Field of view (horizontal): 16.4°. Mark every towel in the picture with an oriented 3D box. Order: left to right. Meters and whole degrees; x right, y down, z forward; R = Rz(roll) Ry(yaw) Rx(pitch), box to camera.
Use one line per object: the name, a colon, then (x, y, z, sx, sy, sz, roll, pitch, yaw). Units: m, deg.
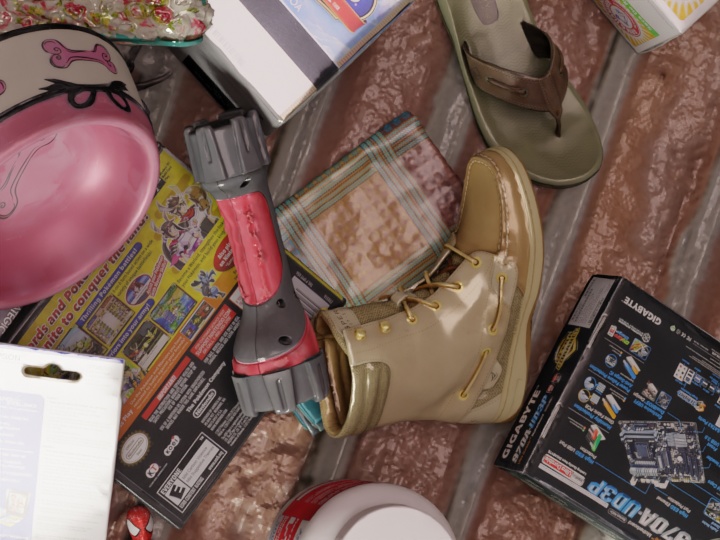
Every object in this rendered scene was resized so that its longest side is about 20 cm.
towel: (0.000, 0.000, 1.787, 0.200, 0.022, 0.147, -38, 95, -11)

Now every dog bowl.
dog bowl: (-0.215, -0.058, 1.596, 0.200, 0.200, 0.074, -34, 61, -12)

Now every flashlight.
flashlight: (-0.074, -0.005, 1.684, 0.068, 0.068, 0.201, -19, 102, -24)

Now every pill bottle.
pill bottle: (0.004, 0.199, 1.684, 0.111, 0.200, 0.113, 1, 86, -12)

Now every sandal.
sandal: (0.110, -0.150, 1.800, 0.079, 0.057, 0.202, -28, 92, -12)

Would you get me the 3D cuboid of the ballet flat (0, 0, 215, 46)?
ballet flat: (-0.190, -0.181, 1.641, 0.199, 0.076, 0.064, 0, 107, 14)

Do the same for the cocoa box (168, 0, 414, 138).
cocoa box: (-0.083, -0.209, 1.725, 0.131, 0.133, 0.200, -43, 95, -10)

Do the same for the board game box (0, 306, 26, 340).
board game box: (-0.304, 0.040, 1.704, 0.165, 0.057, 0.201, 35, 81, -7)

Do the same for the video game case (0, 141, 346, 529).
video game case: (-0.134, 0.044, 1.714, 0.181, 0.025, 0.200, 40, 80, -20)

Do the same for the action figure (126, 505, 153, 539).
action figure: (-0.136, 0.262, 1.732, 0.065, 0.052, 0.201, -12, 87, -8)

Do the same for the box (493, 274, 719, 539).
box: (0.215, 0.119, 1.791, 0.199, 0.046, 0.160, 32, 80, -22)

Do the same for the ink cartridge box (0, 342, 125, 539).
ink cartridge box: (-0.211, 0.127, 1.668, 0.094, 0.037, 0.201, 7, 124, -4)

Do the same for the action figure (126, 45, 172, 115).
action figure: (-0.225, -0.108, 1.708, 0.199, 0.102, 0.119, -18, 67, -46)

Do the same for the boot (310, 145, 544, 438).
boot: (0.043, 0.016, 1.736, 0.155, 0.073, 0.201, -5, 109, -27)

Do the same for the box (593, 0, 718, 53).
box: (0.191, -0.270, 1.802, 0.112, 0.101, 0.200, -43, 95, -11)
